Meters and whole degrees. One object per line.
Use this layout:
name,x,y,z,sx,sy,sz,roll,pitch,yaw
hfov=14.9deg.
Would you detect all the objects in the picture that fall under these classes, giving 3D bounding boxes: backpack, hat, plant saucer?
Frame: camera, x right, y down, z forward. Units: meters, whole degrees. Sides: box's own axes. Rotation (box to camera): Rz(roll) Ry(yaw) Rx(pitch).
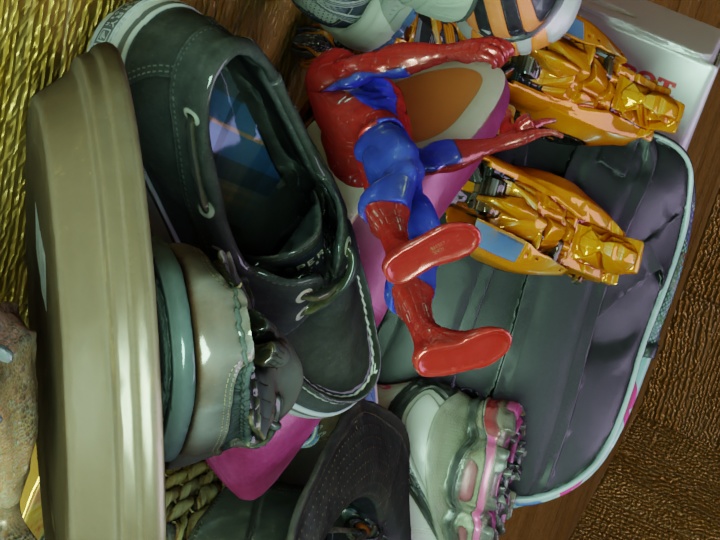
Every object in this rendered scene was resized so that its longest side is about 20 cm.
backpack,0.057,0.016,1.354,0.151,0.176,0.201,140,-33,-75
hat,-0.038,0.149,1.135,0.200,0.080,0.202,6,90,-73
plant saucer,-0.086,0.029,0.864,0.200,0.029,0.202,177,-90,-81

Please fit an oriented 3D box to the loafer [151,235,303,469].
loafer,-0.047,0.029,0.904,0.200,0.062,0.072,132,-48,-76

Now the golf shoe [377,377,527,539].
golf shoe,0.017,0.147,1.279,0.073,0.091,0.202,-38,140,-75

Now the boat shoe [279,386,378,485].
boat shoe,-0.038,0.039,1.174,0.073,0.072,0.201,-72,159,-51

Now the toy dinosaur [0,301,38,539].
toy dinosaur,-0.130,0.043,0.789,0.200,0.085,0.136,-57,161,-63

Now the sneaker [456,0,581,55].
sneaker,0.067,-0.200,1.147,0.112,0.077,0.201,67,22,-62

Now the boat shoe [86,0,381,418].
boat shoe,-0.034,-0.012,0.969,0.069,0.056,0.200,-51,136,-22

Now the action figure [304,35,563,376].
action figure,0.036,-0.042,0.993,0.200,0.098,0.066,-117,-170,-60

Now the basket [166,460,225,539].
basket,-0.046,0.172,1.288,0.144,0.148,0.200,-67,168,4

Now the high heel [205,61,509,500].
high heel,0.000,0.000,1.094,0.200,0.067,0.096,-49,141,-36

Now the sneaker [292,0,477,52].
sneaker,-0.006,-0.135,1.026,0.200,0.085,0.078,172,-62,-76

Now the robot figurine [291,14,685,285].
robot figurine,0.053,-0.070,1.224,0.199,0.058,0.146,21,82,-39

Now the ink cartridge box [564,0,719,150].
ink cartridge box,0.095,-0.058,1.478,0.084,0.144,0.201,-52,163,-68

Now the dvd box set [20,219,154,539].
dvd box set,-0.111,0.066,1.047,0.146,0.029,0.201,-9,122,-80
